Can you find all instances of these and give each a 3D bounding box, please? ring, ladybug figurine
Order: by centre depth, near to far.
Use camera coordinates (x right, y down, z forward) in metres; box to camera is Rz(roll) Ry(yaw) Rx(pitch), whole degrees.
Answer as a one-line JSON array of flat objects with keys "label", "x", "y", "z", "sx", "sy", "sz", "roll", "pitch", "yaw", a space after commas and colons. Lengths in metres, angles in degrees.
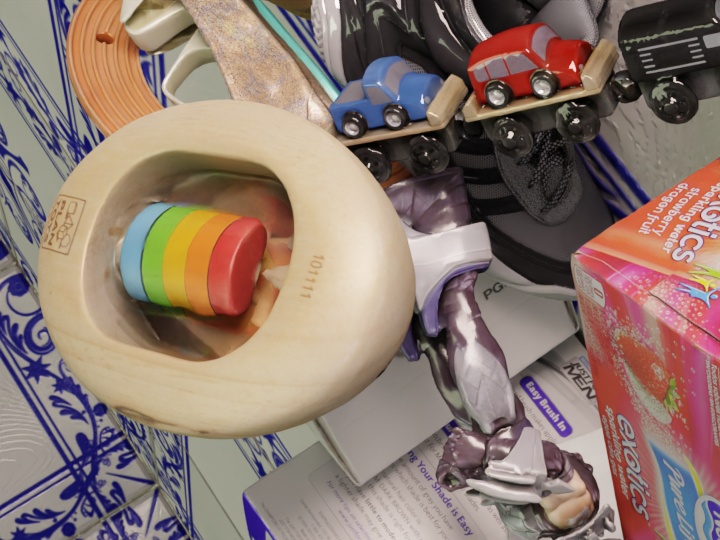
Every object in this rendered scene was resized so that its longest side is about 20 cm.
[{"label": "ladybug figurine", "x": -0.054, "y": 0.002, "z": 0.659, "sx": 0.199, "sy": 0.137, "sz": 0.072, "roll": 15, "pitch": 175, "yaw": 40}, {"label": "ring", "x": -0.047, "y": -0.091, "z": 0.793, "sx": 0.201, "sy": 0.199, "sz": 0.019, "roll": 51, "pitch": 140, "yaw": 26}]

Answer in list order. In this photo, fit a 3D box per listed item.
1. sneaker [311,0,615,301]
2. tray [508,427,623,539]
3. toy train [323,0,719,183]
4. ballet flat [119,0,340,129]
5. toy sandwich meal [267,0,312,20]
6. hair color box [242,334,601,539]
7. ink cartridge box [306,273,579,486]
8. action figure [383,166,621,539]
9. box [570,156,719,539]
[{"label": "sneaker", "x": 0.071, "y": -0.066, "z": 0.694, "sx": 0.200, "sy": 0.076, "sz": 0.113, "roll": 48, "pitch": 150, "yaw": -19}, {"label": "tray", "x": 0.122, "y": 0.157, "z": 0.738, "sx": 0.022, "sy": 0.107, "sz": 0.201, "roll": 48, "pitch": -151, "yaw": -38}, {"label": "toy train", "x": 0.064, "y": -0.070, "z": 0.609, "sx": 0.198, "sy": 0.034, "sz": 0.046, "roll": -10, "pitch": 122, "yaw": 34}, {"label": "ballet flat", "x": -0.072, "y": -0.114, "z": 0.744, "sx": 0.201, "sy": 0.067, "sz": 0.068, "roll": 57, "pitch": -174, "yaw": 30}, {"label": "toy sandwich meal", "x": -0.031, "y": -0.214, "z": 0.770, "sx": 0.205, "sy": 0.070, "sz": 0.206, "roll": 40, "pitch": 146, "yaw": 34}, {"label": "hair color box", "x": 0.049, "y": 0.114, "z": 0.848, "sx": 0.110, "sy": 0.199, "sz": 0.065, "roll": 52, "pitch": 164, "yaw": 22}, {"label": "ink cartridge box", "x": 0.000, "y": 0.000, "z": 0.853, "sx": 0.200, "sy": 0.146, "sz": 0.083, "roll": 46, "pitch": 168, "yaw": 54}, {"label": "action figure", "x": 0.054, "y": 0.061, "z": 0.687, "sx": 0.201, "sy": 0.069, "sz": 0.130, "roll": 62, "pitch": 168, "yaw": 11}, {"label": "box", "x": 0.159, "y": 0.064, "z": 0.620, "sx": 0.095, "sy": 0.099, "sz": 0.201, "roll": 41, "pitch": 155, "yaw": 47}]
